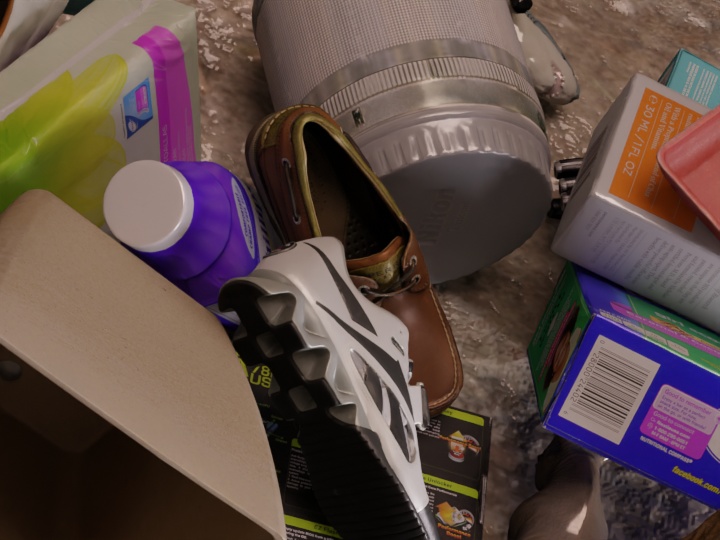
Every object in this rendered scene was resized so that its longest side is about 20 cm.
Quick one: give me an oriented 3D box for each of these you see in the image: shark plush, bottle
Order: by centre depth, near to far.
[{"bbox_3d":[-0.088,-0.019,1.302,0.065,0.200,0.084,-18,76,11],"label":"bottle"},{"bbox_3d":[0.073,-0.185,1.600,0.083,0.091,0.200,6,30,-43],"label":"shark plush"}]

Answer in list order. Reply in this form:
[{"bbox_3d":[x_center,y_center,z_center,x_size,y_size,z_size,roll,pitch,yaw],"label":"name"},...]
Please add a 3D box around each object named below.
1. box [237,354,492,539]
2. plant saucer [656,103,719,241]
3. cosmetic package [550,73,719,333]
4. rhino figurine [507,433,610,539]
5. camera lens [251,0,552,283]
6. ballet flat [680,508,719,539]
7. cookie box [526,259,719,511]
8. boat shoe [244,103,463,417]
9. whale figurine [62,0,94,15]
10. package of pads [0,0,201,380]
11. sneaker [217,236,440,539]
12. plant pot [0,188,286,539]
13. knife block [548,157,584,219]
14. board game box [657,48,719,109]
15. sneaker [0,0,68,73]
[{"bbox_3d":[-0.030,0.143,1.301,0.199,0.048,0.194,16,49,-11],"label":"box"},{"bbox_3d":[0.292,-0.033,1.342,0.200,0.037,0.200,-35,78,-30],"label":"plant saucer"},{"bbox_3d":[0.226,-0.022,1.378,0.200,0.071,0.102,25,57,-4],"label":"cosmetic package"},{"bbox_3d":[0.110,0.159,1.321,0.060,0.088,0.200,22,50,-7],"label":"rhino figurine"},{"bbox_3d":[0.025,-0.111,1.437,0.160,0.160,0.200,0,56,-23],"label":"camera lens"},{"bbox_3d":[0.186,0.183,1.258,0.068,0.200,0.072,38,31,-11],"label":"ballet flat"},{"bbox_3d":[0.188,0.072,1.359,0.171,0.075,0.200,26,9,-4],"label":"cookie box"},{"bbox_3d":[0.000,0.000,1.302,0.072,0.068,0.200,-36,101,-17],"label":"boat shoe"},{"bbox_3d":[-0.239,-0.161,1.378,0.199,0.159,0.104,2,79,-12],"label":"whale figurine"},{"bbox_3d":[-0.169,-0.048,1.313,0.068,0.155,0.200,24,44,24],"label":"package of pads"},{"bbox_3d":[0.007,0.072,1.251,0.088,0.074,0.200,-37,107,-40],"label":"sneaker"},{"bbox_3d":[-0.167,0.082,1.177,0.200,0.200,0.177,38,29,-22],"label":"plant pot"},{"bbox_3d":[0.220,-0.039,1.529,0.175,0.064,0.200,40,51,6],"label":"knife block"},{"bbox_3d":[0.260,-0.030,1.465,0.200,0.047,0.151,28,57,-3],"label":"board game box"},{"bbox_3d":[-0.237,-0.104,1.299,0.073,0.200,0.085,31,15,19],"label":"sneaker"}]
